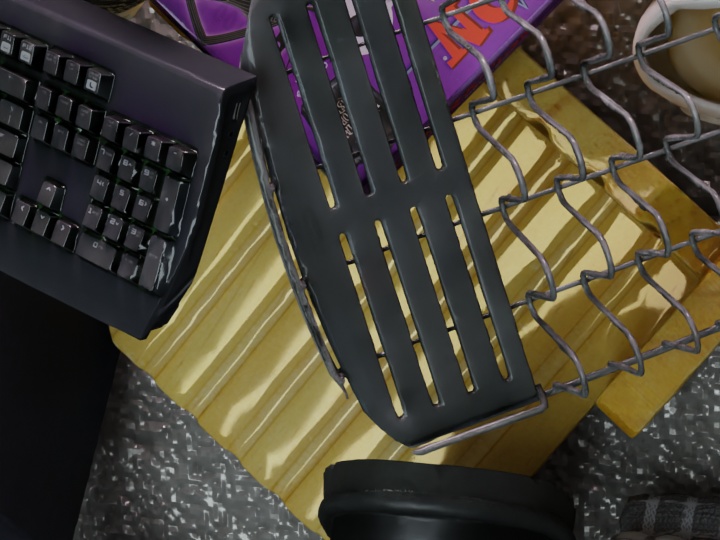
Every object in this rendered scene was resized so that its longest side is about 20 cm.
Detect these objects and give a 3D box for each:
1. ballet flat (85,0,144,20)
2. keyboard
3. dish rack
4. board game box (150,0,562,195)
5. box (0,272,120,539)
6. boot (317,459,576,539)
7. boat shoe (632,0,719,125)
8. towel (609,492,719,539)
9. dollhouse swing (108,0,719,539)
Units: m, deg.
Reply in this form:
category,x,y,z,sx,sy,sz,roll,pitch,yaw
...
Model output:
category,x,y,z,sx,sy,sz,roll,pitch,yaw
ballet flat,-0.112,-0.120,0.846,0.199,0.068,0.075,22,155,37
keyboard,-0.107,-0.072,0.694,0.199,0.021,0.128,24,101,34
dish rack,0.073,-0.040,0.662,0.199,0.055,0.154,-20,101,-7
board game box,0.027,-0.130,0.699,0.120,0.032,0.200,44,88,2
box,-0.213,0.012,0.860,0.199,0.198,0.124,1,65,23
boot,0.028,0.158,0.789,0.079,0.211,0.159,1,65,9
boat shoe,0.178,-0.058,0.756,0.199,0.070,0.071,13,110,20
towel,0.158,0.178,0.827,0.165,0.086,0.201,7,110,15
dollhouse swing,0.000,0.000,0.803,0.200,0.182,0.176,43,96,6
